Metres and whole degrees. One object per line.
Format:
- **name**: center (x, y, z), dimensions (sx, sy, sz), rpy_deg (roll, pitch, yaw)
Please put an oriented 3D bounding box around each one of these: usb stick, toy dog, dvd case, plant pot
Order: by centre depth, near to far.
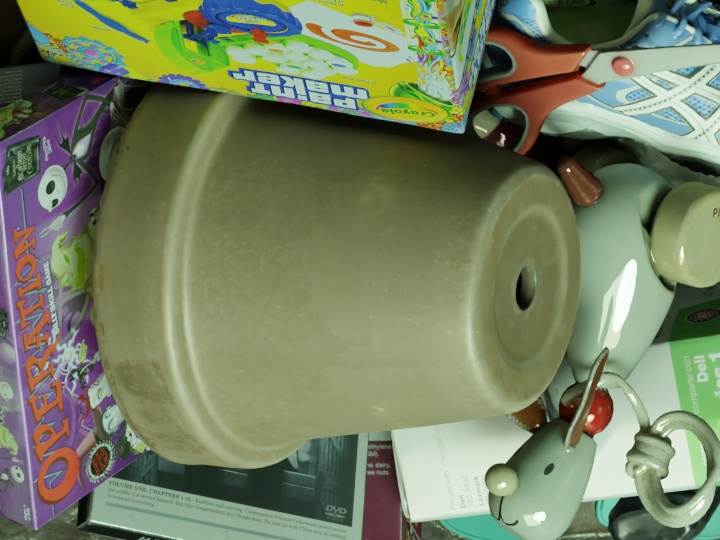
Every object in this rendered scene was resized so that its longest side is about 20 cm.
- **plant pot**: center (0.000, 0.000, 1.320), dimensions (0.174, 0.200, 0.200), rpy_deg (7, 145, 30)
- **toy dog**: center (0.103, 0.024, 1.372), dimensions (0.132, 0.200, 0.096), rpy_deg (-9, 155, 42)
- **dvd case**: center (-0.064, 0.049, 1.466), dimensions (0.150, 0.200, 0.025), rpy_deg (14, 157, -23)
- **usb stick**: center (0.181, 0.102, 1.535), dimensions (0.055, 0.200, 0.033), rpy_deg (-11, 102, 24)

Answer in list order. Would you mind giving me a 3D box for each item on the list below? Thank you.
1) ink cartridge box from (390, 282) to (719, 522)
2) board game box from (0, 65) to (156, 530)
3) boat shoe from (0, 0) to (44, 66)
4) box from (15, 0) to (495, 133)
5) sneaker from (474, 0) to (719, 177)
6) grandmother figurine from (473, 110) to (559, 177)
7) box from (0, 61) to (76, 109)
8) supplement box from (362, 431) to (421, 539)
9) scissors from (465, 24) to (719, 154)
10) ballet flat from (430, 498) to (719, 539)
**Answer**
- **ink cartridge box**: center (0.124, 0.060, 1.502), dimensions (0.199, 0.146, 0.085), rpy_deg (-8, 104, 15)
- **board game box**: center (-0.129, 0.007, 1.331), dimensions (0.032, 0.120, 0.200), rpy_deg (20, 126, 35)
- **boat shoe**: center (-0.159, -0.131, 1.370), dimensions (0.202, 0.075, 0.075), rpy_deg (10, 140, -6)
- **box**: center (-0.045, -0.165, 1.217), dimensions (0.199, 0.122, 0.193), rpy_deg (10, 159, 10)
- **sneaker**: center (0.154, -0.098, 1.374), dimensions (0.199, 0.076, 0.077), rpy_deg (6, 144, -1)
- **grandmother figurine**: center (0.055, -0.040, 1.471), dimensions (0.199, 0.061, 0.121), rpy_deg (8, 149, 1)
- **box**: center (-0.193, -0.061, 1.417), dimensions (0.200, 0.040, 0.137), rpy_deg (-4, 168, 27)
- **supplement box**: center (-0.012, 0.134, 1.554), dimensions (0.085, 0.201, 0.110), rpy_deg (-1, 168, 6)
- **scissors**: center (0.108, -0.099, 1.333), dimensions (0.200, 0.014, 0.073), rpy_deg (-18, 114, 38)
- **ballet flat**: center (0.121, 0.118, 1.631), dimensions (0.199, 0.075, 0.068), rpy_deg (3, 118, -17)
